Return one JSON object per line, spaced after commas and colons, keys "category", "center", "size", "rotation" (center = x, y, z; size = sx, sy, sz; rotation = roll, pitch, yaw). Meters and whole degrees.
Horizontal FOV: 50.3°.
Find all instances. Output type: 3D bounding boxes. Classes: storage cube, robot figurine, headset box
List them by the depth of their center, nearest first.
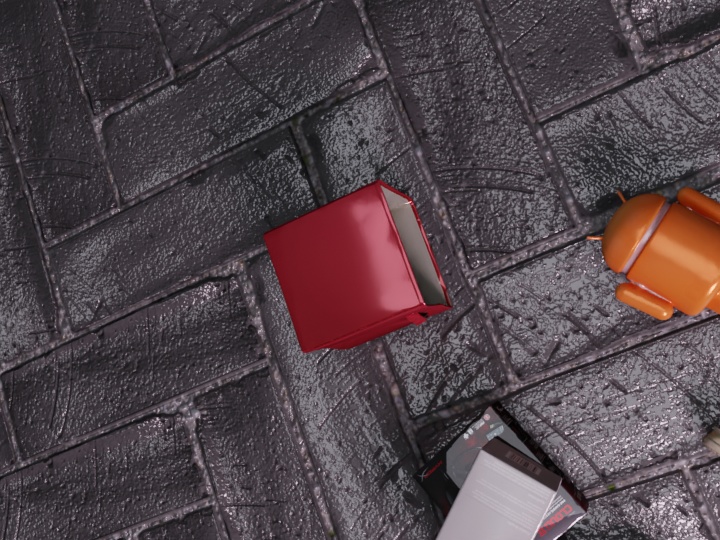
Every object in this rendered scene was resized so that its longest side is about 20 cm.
{"category": "robot figurine", "center": [0.393, -0.023, 0.962], "size": [0.200, 0.117, 0.144], "rotation": [33, 123, 17]}
{"category": "headset box", "center": [0.193, 0.299, 1.020], "size": [0.149, 0.075, 0.200], "rotation": [-44, 75, 10]}
{"category": "storage cube", "center": [0.000, 0.000, 1.058], "size": [0.180, 0.171, 0.200], "rotation": [-24, 79, 16]}

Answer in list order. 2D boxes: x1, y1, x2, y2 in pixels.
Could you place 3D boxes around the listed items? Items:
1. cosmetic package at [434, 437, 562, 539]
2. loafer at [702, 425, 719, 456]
{"category": "cosmetic package", "center": [0.157, 0.325, 0.947], "size": [0.107, 0.090, 0.200], "rotation": [29, 98, 18]}
{"category": "loafer", "center": [0.520, 0.218, 0.927], "size": [0.200, 0.076, 0.068], "rotation": [14, 89, 9]}
